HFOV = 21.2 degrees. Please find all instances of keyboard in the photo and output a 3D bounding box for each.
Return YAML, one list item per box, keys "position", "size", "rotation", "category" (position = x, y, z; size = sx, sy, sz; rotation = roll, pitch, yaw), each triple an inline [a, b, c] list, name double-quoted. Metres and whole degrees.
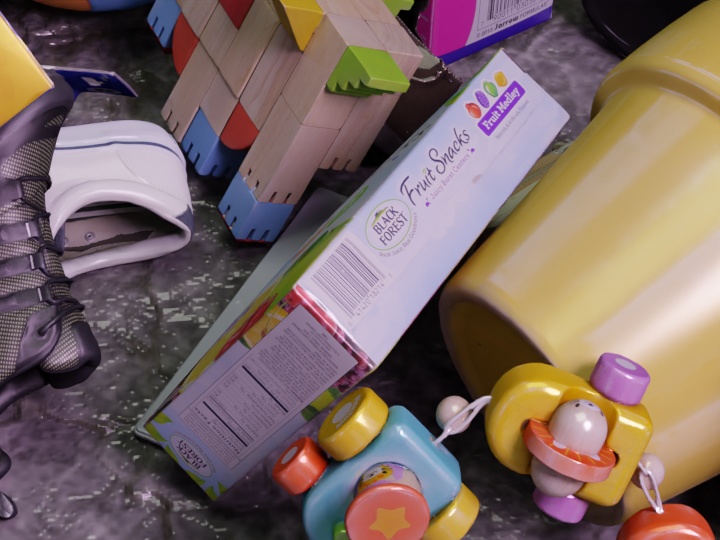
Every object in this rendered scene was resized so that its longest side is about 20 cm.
- position: [-0.040, 0.024, 0.954]
  size: [0.056, 0.011, 0.200]
  rotation: [16, 43, 19]
  category: "keyboard"

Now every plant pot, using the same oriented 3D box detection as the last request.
- position: [0.146, 0.009, 0.867]
  size: [0.188, 0.202, 0.201]
  rotation: [-36, 54, -16]
  category: "plant pot"

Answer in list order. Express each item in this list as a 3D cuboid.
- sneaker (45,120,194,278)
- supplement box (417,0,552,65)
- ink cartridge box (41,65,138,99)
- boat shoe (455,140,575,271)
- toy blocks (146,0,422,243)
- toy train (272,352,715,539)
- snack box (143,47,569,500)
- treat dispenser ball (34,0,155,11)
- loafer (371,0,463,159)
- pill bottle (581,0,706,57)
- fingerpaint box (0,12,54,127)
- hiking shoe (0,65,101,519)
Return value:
- position: [-0.177, -0.027, 0.948]
  size: [0.198, 0.073, 0.071]
  rotation: [-13, 47, -16]
  category: "sneaker"
- position: [0.053, -0.235, 1.099]
  size: [0.101, 0.201, 0.103]
  rotation: [-26, 51, -30]
  category: "supplement box"
- position: [-0.221, -0.093, 1.004]
  size: [0.198, 0.037, 0.095]
  rotation: [3, -2, 1]
  category: "ink cartridge box"
- position: [0.128, -0.048, 1.009]
  size: [0.199, 0.072, 0.076]
  rotation: [-19, 32, -26]
  category: "boat shoe"
- position: [-0.052, -0.108, 1.007]
  size: [0.099, 0.137, 0.201]
  rotation: [3, 42, -40]
  category: "toy blocks"
- position: [0.062, 0.113, 0.769]
  size: [0.198, 0.152, 0.056]
  rotation: [-4, 19, 0]
  category: "toy train"
- position: [0.000, 0.000, 0.872]
  size: [0.053, 0.142, 0.200]
  rotation: [45, 47, -4]
  category: "snack box"
- position: [-0.153, -0.249, 1.095]
  size: [0.199, 0.202, 0.202]
  rotation: [3, 42, -2]
  category: "treat dispenser ball"
- position: [0.005, -0.157, 1.070]
  size: [0.071, 0.073, 0.201]
  rotation: [-29, 69, 16]
  category: "loafer"
- position: [0.224, -0.211, 1.156]
  size: [0.111, 0.113, 0.200]
  rotation: [30, 48, 25]
  category: "pill bottle"
- position: [-0.229, -0.068, 0.831]
  size: [0.166, 0.074, 0.200]
  rotation: [-39, 21, -6]
  category: "fingerpaint box"
- position: [-0.158, 0.008, 0.877]
  size: [0.100, 0.076, 0.202]
  rotation: [21, 81, -1]
  category: "hiking shoe"
